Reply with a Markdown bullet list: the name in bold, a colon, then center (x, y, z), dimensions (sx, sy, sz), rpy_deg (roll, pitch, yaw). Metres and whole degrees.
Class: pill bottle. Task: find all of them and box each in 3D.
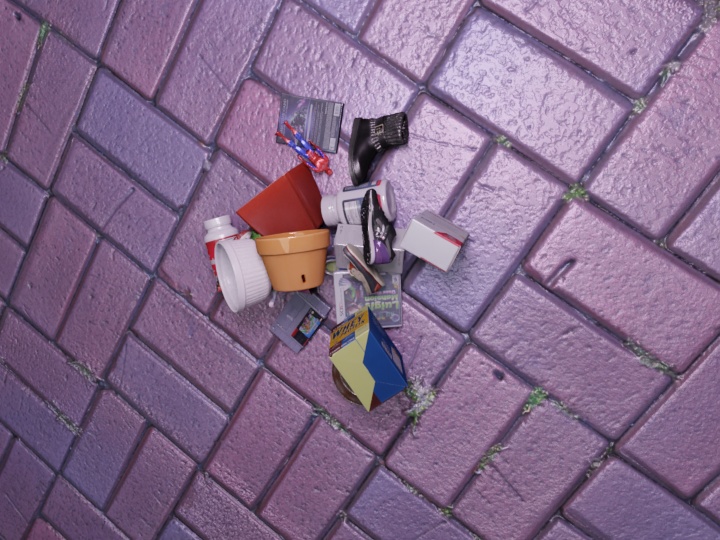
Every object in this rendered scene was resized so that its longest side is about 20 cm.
- **pill bottle**: center (-0.426, -0.066, 1.670), dimensions (0.111, 0.112, 0.203), rpy_deg (-13, 97, 19)
- **pill bottle**: center (-0.006, -0.185, 1.514), dimensions (0.197, 0.119, 0.122), rpy_deg (-7, 98, 18)

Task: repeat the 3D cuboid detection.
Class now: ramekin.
- **ramekin**: center (-0.326, 0.007, 1.479), dimensions (0.200, 0.104, 0.203), rpy_deg (36, 134, 50)

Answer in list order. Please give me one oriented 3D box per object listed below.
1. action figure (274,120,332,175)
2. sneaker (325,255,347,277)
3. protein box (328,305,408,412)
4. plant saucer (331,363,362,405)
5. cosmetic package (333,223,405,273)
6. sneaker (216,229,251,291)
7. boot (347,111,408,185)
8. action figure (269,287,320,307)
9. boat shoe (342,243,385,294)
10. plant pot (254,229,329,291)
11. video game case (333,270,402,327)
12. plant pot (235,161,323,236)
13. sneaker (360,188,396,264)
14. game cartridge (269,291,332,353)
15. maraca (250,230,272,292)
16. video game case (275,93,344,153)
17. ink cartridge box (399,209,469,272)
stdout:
- **action figure**: center (-0.156, -0.347, 1.537), dimensions (0.199, 0.052, 0.066), rpy_deg (41, 87, -20)
- **sneaker**: center (-0.035, -0.001, 1.580), dimensions (0.196, 0.077, 0.077), rpy_deg (3, 100, 15)
- **protein box**: center (0.021, 0.241, 1.491), dimensions (0.134, 0.200, 0.200), rpy_deg (-33, 103, 7)
- **plant saucer**: center (0.006, 0.321, 1.652), dimensions (0.197, 0.032, 0.204), rpy_deg (3, 100, 16)
- **cosmetic package**: center (0.029, -0.062, 1.504), dimensions (0.196, 0.082, 0.114), rpy_deg (5, 144, 7)
- **sneaker**: center (-0.369, -0.026, 1.599), dimensions (0.081, 0.078, 0.203), rpy_deg (19, 94, -23)
- **boot**: center (0.050, -0.338, 1.461), dimensions (0.155, 0.079, 0.215), rpy_deg (2, 78, 17)
- **action figure**: center (-0.207, 0.016, 1.529), dimensions (0.197, 0.134, 0.151), rpy_deg (-1, 110, 17)
- **boat shoe**: center (0.000, 0.000, 1.459), dimensions (0.062, 0.200, 0.072), rpy_deg (-30, 48, 12)
- **plant pot**: center (-0.173, -0.027, 1.397), dimensions (0.197, 0.200, 0.143), rpy_deg (-3, 98, 18)
- **video game case**: center (0.023, 0.085, 1.563), dimensions (0.196, 0.023, 0.185), rpy_deg (-4, 107, -2)
- **plant pot**: center (-0.210, -0.176, 1.550), dimensions (0.198, 0.200, 0.177), rpy_deg (-32, 102, 20)
- **sneaker**: center (0.051, -0.117, 1.419), dimensions (0.086, 0.076, 0.204), rpy_deg (-2, 87, -18)
- **game cartridge**: center (-0.190, 0.153, 1.682), dimensions (0.129, 0.038, 0.201), rpy_deg (41, 109, 11)
- **maraca**: center (-0.286, -0.033, 1.635), dimensions (0.135, 0.107, 0.203), rpy_deg (-18, 94, -1)
- **video game case**: center (-0.151, -0.436, 1.566), dimensions (0.197, 0.019, 0.145), rpy_deg (13, 104, 16)
- **ink cartridge box**: center (0.204, -0.084, 1.425), dimensions (0.144, 0.200, 0.084), rpy_deg (30, 110, 10)
